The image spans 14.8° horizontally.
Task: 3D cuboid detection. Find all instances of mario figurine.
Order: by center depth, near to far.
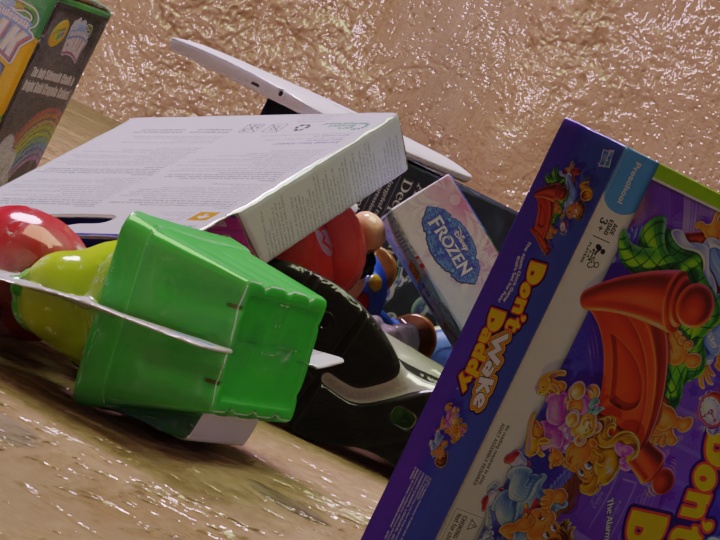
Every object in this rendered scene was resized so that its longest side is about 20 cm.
[{"bbox_3d":[0.000,0.000,1.614,0.123,0.106,0.200,21,-4,20],"label":"mario figurine"}]

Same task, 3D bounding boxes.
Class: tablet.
[{"bbox_3d":[-0.023,-0.105,1.816,0.130,0.014,0.200,28,6,36],"label":"tablet"}]

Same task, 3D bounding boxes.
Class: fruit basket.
[{"bbox_3d":[-0.127,0.019,1.266,0.200,0.094,0.185,10,-2,18],"label":"fruit basket"}]

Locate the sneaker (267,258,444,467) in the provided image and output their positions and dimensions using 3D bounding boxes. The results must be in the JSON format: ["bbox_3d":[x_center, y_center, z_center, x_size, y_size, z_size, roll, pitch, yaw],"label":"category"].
[{"bbox_3d":[0.003,0.063,1.504,0.200,0.076,0.115,34,1,-2],"label":"sneaker"}]

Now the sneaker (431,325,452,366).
[{"bbox_3d":[0.122,0.093,1.796,0.200,0.077,0.111,32,-6,-2],"label":"sneaker"}]

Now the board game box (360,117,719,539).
[{"bbox_3d":[0.095,0.059,1.079,0.134,0.200,0.045,23,5,-34],"label":"board game box"}]

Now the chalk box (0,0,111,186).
[{"bbox_3d":[-0.245,-0.145,1.735,0.124,0.200,0.124,26,3,9],"label":"chalk box"}]

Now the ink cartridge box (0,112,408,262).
[{"bbox_3d":[-0.107,-0.036,1.518,0.196,0.043,0.200,2,24,36],"label":"ink cartridge box"}]

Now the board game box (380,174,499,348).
[{"bbox_3d":[0.080,0.043,1.587,0.200,0.041,0.200,59,-2,-1],"label":"board game box"}]

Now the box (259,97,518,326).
[{"bbox_3d":[0.002,-0.007,1.872,0.107,0.149,0.200,29,5,42],"label":"box"}]
